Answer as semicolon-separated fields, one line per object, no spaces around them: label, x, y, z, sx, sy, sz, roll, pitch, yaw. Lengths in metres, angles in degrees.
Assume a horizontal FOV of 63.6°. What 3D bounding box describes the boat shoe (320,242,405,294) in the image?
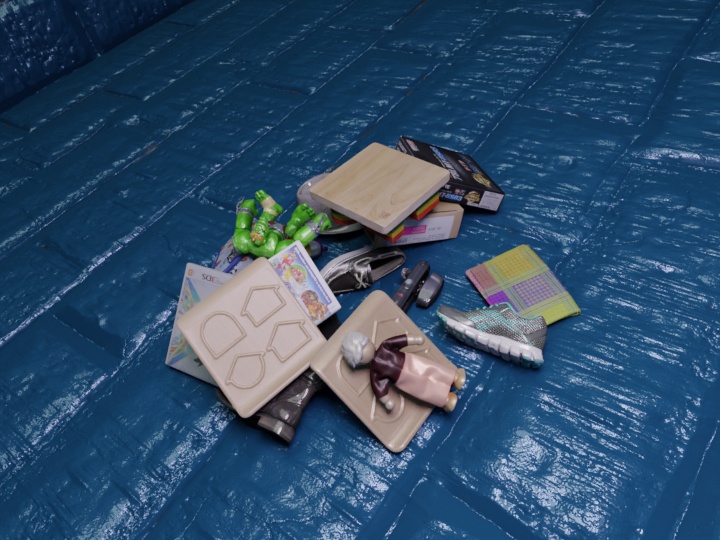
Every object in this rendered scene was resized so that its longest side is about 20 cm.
boat shoe;0.000;0.000;1.172;0.197;0.072;0.064;-29;42;-16

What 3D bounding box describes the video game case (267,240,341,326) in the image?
video game case;-0.151;0.061;1.011;0.198;0.018;0.145;-34;85;-11

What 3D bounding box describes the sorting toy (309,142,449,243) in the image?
sorting toy;0.039;-0.145;1.120;0.196;0.071;0.199;28;54;33

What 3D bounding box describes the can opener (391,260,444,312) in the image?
can opener;0.080;0.059;1.090;0.077;0.064;0.200;22;55;34

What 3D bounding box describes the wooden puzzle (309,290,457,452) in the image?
wooden puzzle;0.039;0.163;0.957;0.200;0.046;0.185;43;61;4

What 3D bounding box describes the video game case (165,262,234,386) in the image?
video game case;-0.282;0.104;1.098;0.178;0.022;0.206;13;91;29

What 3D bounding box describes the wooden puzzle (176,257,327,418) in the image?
wooden puzzle;-0.177;0.109;0.966;0.184;0.046;0.201;-37;81;-15

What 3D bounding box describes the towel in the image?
towel;0.297;0.035;1.078;0.141;0.023;0.202;-22;43;-7

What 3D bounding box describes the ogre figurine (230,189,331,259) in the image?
ogre figurine;-0.162;-0.073;1.094;0.196;0.099;0.122;22;62;4

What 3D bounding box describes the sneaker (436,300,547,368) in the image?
sneaker;0.226;0.091;0.989;0.196;0.078;0.093;21;74;24

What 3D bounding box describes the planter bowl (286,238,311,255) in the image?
planter bowl;-0.152;0.024;1.161;0.199;0.084;0.202;-37;22;18

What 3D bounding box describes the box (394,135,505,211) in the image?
box;0.190;-0.212;1.267;0.194;0.051;0.202;11;31;-23

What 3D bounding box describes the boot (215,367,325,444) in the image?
boot;-0.138;0.188;0.999;0.196;0.070;0.176;17;62;31

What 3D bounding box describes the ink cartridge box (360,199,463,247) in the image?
ink cartridge box;0.094;-0.133;1.236;0.195;0.077;0.166;-7;40;-20

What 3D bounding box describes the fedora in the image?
fedora;-0.070;-0.164;1.341;0.195;0.092;0.178;4;40;23

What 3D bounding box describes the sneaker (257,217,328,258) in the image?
sneaker;-0.161;-0.068;1.314;0.086;0.076;0.198;-16;36;-39

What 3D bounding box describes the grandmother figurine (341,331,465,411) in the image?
grandmother figurine;0.059;0.154;0.902;0.196;0.061;0.124;25;76;-3

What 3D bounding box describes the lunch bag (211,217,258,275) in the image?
lunch bag;-0.257;-0.017;1.213;0.160;0.076;0.201;-41;21;15

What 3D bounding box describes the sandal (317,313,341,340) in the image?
sandal;-0.061;0.118;1.083;0.074;0.048;0.203;-22;41;8
